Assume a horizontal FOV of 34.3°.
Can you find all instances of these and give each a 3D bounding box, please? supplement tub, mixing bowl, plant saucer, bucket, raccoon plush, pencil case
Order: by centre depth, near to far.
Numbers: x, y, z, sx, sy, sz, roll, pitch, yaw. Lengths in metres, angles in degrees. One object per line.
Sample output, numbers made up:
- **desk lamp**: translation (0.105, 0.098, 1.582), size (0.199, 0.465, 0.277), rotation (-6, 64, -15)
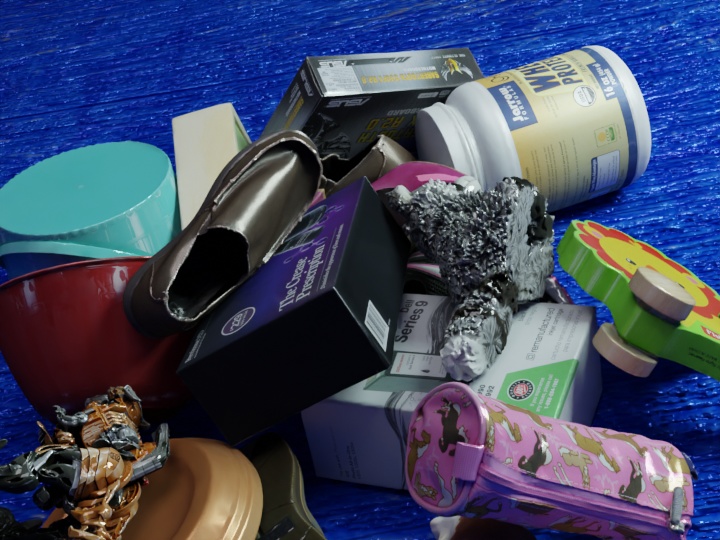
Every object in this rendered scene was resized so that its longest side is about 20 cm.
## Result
- **pencil case**: translation (0.120, 0.128, 0.729), size (0.086, 0.198, 0.084), rotation (-37, 43, 45)
- **plant saucer**: translation (-0.161, 0.188, 0.813), size (0.198, 0.038, 0.201), rotation (-24, 29, 14)
- **raccoon plush**: translation (0.060, -0.008, 0.893), size (0.133, 0.098, 0.200), rotation (1, 31, 33)
- **mixing bowl**: translation (-0.201, 0.069, 0.952), size (0.198, 0.200, 0.110), rotation (-11, 75, 2)
- **bucket**: translation (-0.252, -0.024, 1.130), size (0.205, 0.136, 0.208), rotation (-9, 32, 6)
- **supplement tub**: translation (0.165, -0.126, 1.141), size (0.198, 0.146, 0.145), rotation (-18, 33, -10)

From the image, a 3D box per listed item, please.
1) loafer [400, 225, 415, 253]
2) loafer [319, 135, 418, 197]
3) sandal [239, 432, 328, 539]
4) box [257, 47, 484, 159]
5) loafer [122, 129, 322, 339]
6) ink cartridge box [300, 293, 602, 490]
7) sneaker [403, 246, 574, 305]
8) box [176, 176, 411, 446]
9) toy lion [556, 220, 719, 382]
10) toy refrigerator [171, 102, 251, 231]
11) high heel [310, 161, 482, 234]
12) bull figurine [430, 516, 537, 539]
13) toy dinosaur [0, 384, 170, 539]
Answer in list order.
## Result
- **loafer**: translation (0.000, 0.000, 1.065), size (0.068, 0.076, 0.200), rotation (20, 44, 32)
- **loafer**: translation (-0.033, -0.082, 1.154), size (0.198, 0.071, 0.073), rotation (-24, 25, 23)
- **sandal**: translation (-0.053, 0.188, 0.809), size (0.081, 0.055, 0.200), rotation (-35, 35, -9)
- **box**: translation (0.006, -0.154, 1.181), size (0.198, 0.159, 0.049), rotation (-9, 64, -33)
- **loafer**: translation (-0.090, -0.024, 0.879), size (0.201, 0.073, 0.071), rotation (-52, 26, -17)
- **ink cartridge box**: translation (0.071, 0.093, 0.889), size (0.198, 0.085, 0.146), rotation (3, 34, 23)
- **sneaker**: translation (0.105, 0.033, 1.001), size (0.086, 0.081, 0.199), rotation (-46, 40, -13)
- **box**: translation (-0.044, 0.025, 0.897), size (0.140, 0.079, 0.201), rotation (-31, 19, 19)
- **toy lion**: translation (0.243, 0.032, 0.884), size (0.198, 0.069, 0.192), rotation (27, 20, -6)
- **toy refrigerator**: translation (-0.128, -0.054, 1.111), size (0.069, 0.076, 0.202), rotation (-14, 58, 7)
- **high heel**: translation (0.005, -0.039, 1.000), size (0.198, 0.068, 0.096), rotation (0, 38, 23)
- **bull figurine**: translation (0.087, 0.209, 0.726), size (0.121, 0.066, 0.199), rotation (-32, 35, -23)
- **toy dinosaur**: translation (-0.197, 0.144, 0.791), size (0.134, 0.103, 0.200), rotation (-12, 8, 1)
